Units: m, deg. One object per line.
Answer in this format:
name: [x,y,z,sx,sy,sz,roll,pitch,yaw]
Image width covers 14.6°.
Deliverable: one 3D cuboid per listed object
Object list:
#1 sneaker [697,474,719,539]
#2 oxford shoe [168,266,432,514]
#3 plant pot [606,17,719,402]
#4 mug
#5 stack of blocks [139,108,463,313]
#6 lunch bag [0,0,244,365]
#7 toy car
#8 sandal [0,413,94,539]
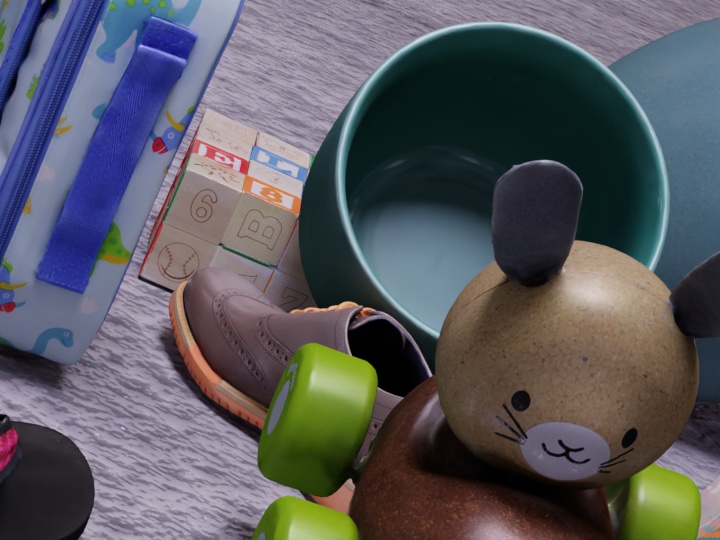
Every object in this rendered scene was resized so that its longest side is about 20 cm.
sneaker: [0.163,0.133,1.176,0.080,0.071,0.200,33,25,22]
oxford shoe: [-0.012,0.041,1.189,0.071,0.073,0.200,9,22,-42]
plant pot: [0.144,-0.017,1.460,0.135,0.200,0.200,-15,21,-1]
mug: [0.042,-0.007,1.247,0.152,0.185,0.114,31,-21,-3]
stack of blocks: [0.000,0.000,1.363,0.200,0.059,0.115,24,16,-5]
lunch bag: [-0.119,-0.072,1.156,0.082,0.200,0.161,18,18,-21]
toy car: [0.068,0.053,0.988,0.164,0.200,0.158,19,39,-10]
sandal: [-0.157,0.064,0.948,0.075,0.045,0.200,35,19,33]
